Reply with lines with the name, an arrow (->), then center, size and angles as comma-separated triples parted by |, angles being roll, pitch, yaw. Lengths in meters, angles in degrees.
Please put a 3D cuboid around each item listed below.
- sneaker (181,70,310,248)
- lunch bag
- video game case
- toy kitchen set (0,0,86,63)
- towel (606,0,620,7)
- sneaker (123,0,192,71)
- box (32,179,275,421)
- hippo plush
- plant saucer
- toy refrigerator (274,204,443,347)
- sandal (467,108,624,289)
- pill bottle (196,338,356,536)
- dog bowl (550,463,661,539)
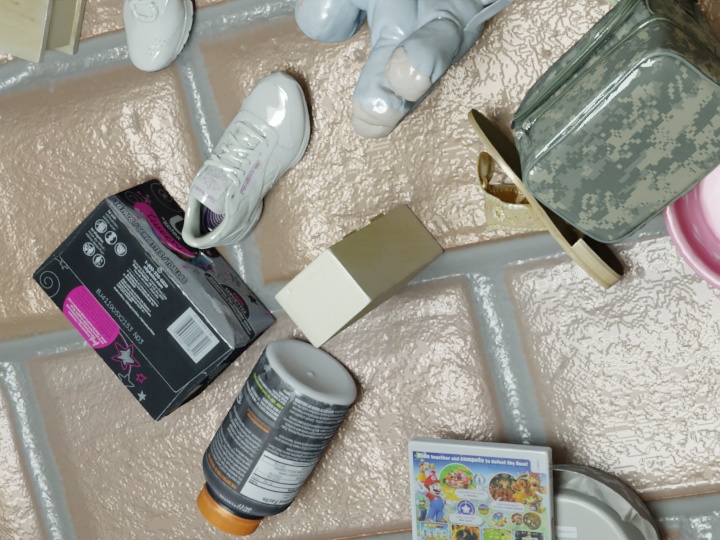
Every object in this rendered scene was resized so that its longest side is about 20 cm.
sneaker -> -0.114, -0.102, 1.777 | 0.075, 0.100, 0.200 | 32, 112, 14
lunch bag -> 0.231, -0.147, 1.586 | 0.139, 0.168, 0.200 | 33, 122, -22
video game case -> 0.120, 0.264, 1.755 | 0.143, 0.018, 0.200 | 2, 104, 22
toy kitchen set -> -0.377, -0.325, 1.792 | 0.180, 0.163, 0.200 | 20, 110, 17
towel -> 0.245, -0.341, 1.603 | 0.148, 0.036, 0.200 | 37, 114, 9
sneaker -> -0.210, -0.293, 1.766 | 0.074, 0.087, 0.200 | 10, 108, 18
box -> -0.208, 0.027, 1.840 | 0.132, 0.115, 0.200 | -43, 86, 24
hippo plush -> 0.020, -0.235, 1.647 | 0.161, 0.159, 0.200 | 44, 116, -1
plant saucer -> 0.372, -0.070, 1.612 | 0.200, 0.051, 0.201 | 6, 105, 22
toy refrigerator -> 0.000, 0.000, 1.699 | 0.076, 0.200, 0.070 | -42, 85, 26
sandal -> 0.151, -0.051, 1.693 | 0.070, 0.078, 0.212 | -43, 90, 19
pill bottle -> -0.094, 0.176, 1.835 | 0.106, 0.106, 0.200 | 36, 114, 10
dog bowl -> 0.205, 0.281, 1.766 | 0.200, 0.059, 0.201 | 5, 105, 20
